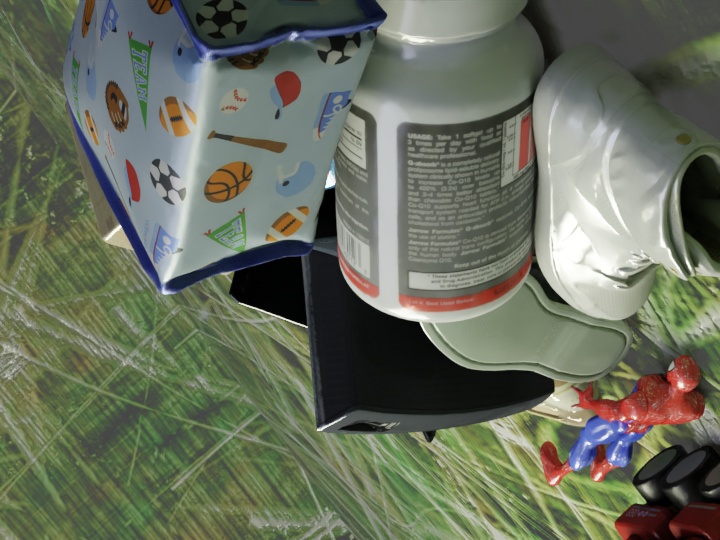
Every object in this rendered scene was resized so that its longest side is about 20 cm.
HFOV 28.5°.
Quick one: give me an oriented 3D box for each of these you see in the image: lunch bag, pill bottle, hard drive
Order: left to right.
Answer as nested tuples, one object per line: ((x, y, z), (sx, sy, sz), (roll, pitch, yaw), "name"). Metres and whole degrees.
((-0.088, -0.123, 0.744), (0.200, 0.123, 0.171), (53, 142, 31), "lunch bag")
((0.042, -0.081, 0.771), (0.116, 0.115, 0.201), (39, 144, 39), "pill bottle")
((0.053, 0.039, 0.951), (0.042, 0.199, 0.136), (-11, 82, 50), "hard drive")

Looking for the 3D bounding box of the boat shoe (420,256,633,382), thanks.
((0.096, 0.024, 0.917), (0.199, 0.076, 0.060), (24, -159, -45), "boat shoe")

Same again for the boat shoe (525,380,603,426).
((0.121, 0.079, 1.137), (0.065, 0.072, 0.200), (57, 160, -24), "boat shoe")

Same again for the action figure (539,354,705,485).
((0.184, 0.102, 0.984), (0.200, 0.065, 0.052), (126, 144, -63), "action figure")

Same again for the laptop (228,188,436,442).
((0.000, 0.000, 1.033), (0.102, 0.179, 0.201), (1, 148, 18), "laptop")

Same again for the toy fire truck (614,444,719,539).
((0.189, 0.207, 0.962), (0.129, 0.200, 0.176), (50, 167, -3), "toy fire truck")

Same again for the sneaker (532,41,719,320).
((0.153, -0.015, 0.756), (0.116, 0.073, 0.201), (45, 165, 37), "sneaker")

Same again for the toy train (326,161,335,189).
((-0.015, -0.141, 0.850), (0.087, 0.113, 0.201), (-88, -23, -45), "toy train")

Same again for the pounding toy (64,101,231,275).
((-0.156, -0.104, 1.242), (0.199, 0.142, 0.185), (17, -137, -48), "pounding toy")
